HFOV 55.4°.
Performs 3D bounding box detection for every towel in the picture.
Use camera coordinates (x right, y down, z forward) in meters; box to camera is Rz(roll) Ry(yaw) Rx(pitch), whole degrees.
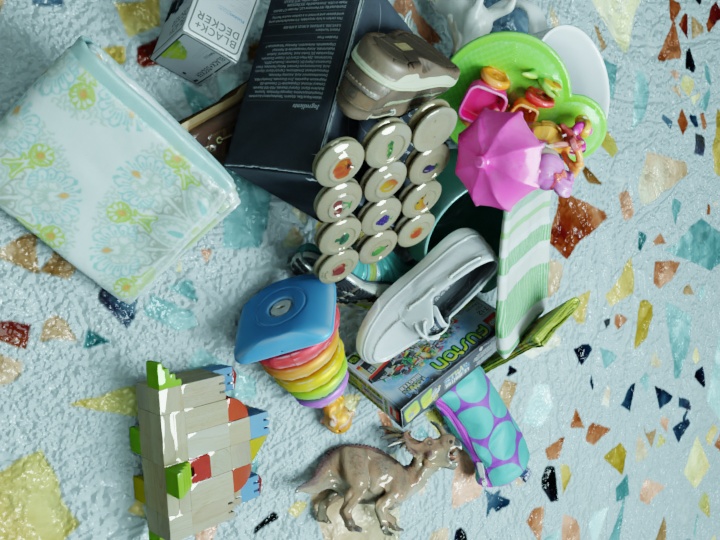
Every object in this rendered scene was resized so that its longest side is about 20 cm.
[{"bbox_3d":[0.196,-0.014,0.808,0.152,0.023,0.203,-33,130,-50],"label":"towel"},{"bbox_3d":[-0.234,-0.083,0.637,0.171,0.048,0.200,-41,115,9],"label":"towel"},{"bbox_3d":[0.208,0.093,0.890,0.086,0.200,0.018,-38,83,-25],"label":"towel"}]

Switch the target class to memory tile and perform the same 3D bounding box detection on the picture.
[{"bbox_3d":[0.021,-0.070,0.679,0.152,0.017,0.201,-25,148,-19],"label":"memory tile"}]

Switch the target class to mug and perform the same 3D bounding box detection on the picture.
[{"bbox_3d":[0.115,-0.059,0.860,0.150,0.115,0.187,-7,129,-25],"label":"mug"},{"bbox_3d":[0.197,-0.240,0.875,0.146,0.174,0.203,-15,99,-34],"label":"mug"}]

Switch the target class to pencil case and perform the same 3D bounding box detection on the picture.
[{"bbox_3d":[0.152,0.198,0.915,0.093,0.084,0.201,-49,115,-38],"label":"pencil case"}]

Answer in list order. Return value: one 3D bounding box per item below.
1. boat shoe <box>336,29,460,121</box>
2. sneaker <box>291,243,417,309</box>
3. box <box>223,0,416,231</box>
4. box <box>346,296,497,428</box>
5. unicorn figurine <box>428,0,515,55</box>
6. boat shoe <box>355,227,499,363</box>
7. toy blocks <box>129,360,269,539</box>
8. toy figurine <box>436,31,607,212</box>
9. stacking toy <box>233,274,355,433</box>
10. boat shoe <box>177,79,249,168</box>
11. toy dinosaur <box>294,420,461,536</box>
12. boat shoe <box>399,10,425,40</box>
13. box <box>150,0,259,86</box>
[{"bbox_3d":[0.032,-0.178,0.648,0.075,0.075,0.202,42,27,12],"label":"boat shoe"},{"bbox_3d":[0.000,0.000,0.830,0.198,0.077,0.081,18,68,-39],"label":"sneaker"},{"bbox_3d":[-0.017,-0.164,0.733,0.199,0.122,0.200,27,74,-58],"label":"box"},{"bbox_3d":[0.086,0.098,0.854,0.199,0.110,0.035,-33,135,-28],"label":"box"},{"bbox_3d":[0.130,-0.325,0.844,0.073,0.138,0.202,9,43,-33],"label":"unicorn figurine"},{"bbox_3d":[0.079,0.043,0.788,0.200,0.069,0.072,-42,134,3],"label":"boat shoe"},{"bbox_3d":[-0.157,0.182,0.723,0.135,0.099,0.204,-8,97,-44],"label":"toy blocks"},{"bbox_3d":[0.166,-0.125,0.698,0.198,0.151,0.185,23,40,-6],"label":"toy figurine"},{"bbox_3d":[-0.052,0.115,0.782,0.114,0.110,0.202,-17,124,11],"label":"stacking toy"},{"bbox_3d":[-0.149,-0.140,0.720,0.199,0.070,0.071,-38,111,-26],"label":"boat shoe"},{"bbox_3d":[0.014,0.244,0.835,0.197,0.086,0.138,12,74,-16],"label":"toy dinosaur"},{"bbox_3d":[0.035,-0.282,0.824,0.200,0.086,0.076,20,81,-31],"label":"boat shoe"},{"bbox_3d":[-0.138,-0.301,0.696,0.060,0.116,0.203,23,80,-30],"label":"box"}]
